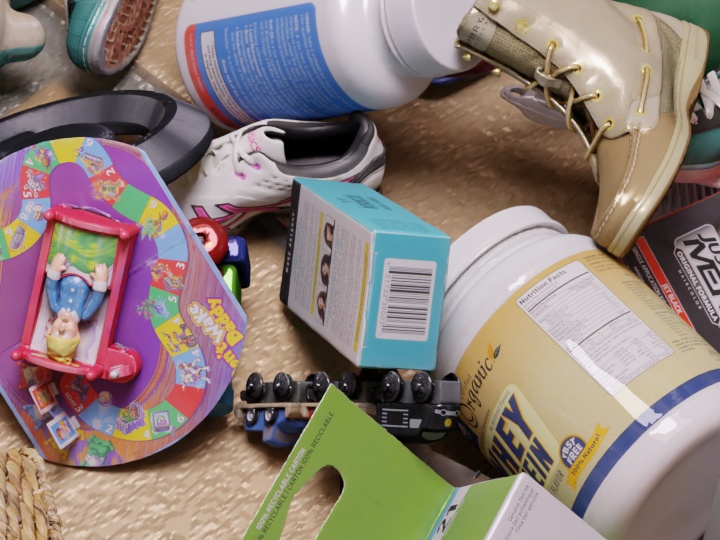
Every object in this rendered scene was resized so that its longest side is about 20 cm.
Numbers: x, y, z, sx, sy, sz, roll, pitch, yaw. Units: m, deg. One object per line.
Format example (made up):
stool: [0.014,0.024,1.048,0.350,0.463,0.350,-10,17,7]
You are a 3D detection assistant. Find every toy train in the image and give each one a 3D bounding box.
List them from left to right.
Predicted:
toy train: [-0.170,0.034,1.650,0.199,0.085,0.116,0,67,2]
toy train: [-0.009,0.083,1.572,0.034,0.200,0.046,5,85,-38]

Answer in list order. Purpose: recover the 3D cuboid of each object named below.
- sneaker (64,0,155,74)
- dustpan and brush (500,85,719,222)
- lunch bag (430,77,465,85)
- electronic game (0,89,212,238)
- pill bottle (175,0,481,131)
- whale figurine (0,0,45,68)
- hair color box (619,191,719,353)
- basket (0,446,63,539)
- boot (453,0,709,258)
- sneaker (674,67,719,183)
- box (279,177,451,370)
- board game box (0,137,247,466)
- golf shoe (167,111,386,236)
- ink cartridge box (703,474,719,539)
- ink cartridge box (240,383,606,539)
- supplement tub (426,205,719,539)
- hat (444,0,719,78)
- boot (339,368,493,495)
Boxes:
sneaker: [-0.183,-0.211,1.844,0.079,0.072,0.200,7,45,8]
dustpan and brush: [0.185,-0.075,1.767,0.199,0.057,0.140,18,51,11]
lunch bag: [0.078,-0.228,1.873,0.200,0.083,0.161,-31,60,-26]
electronic game: [-0.191,-0.067,1.697,0.199,0.042,0.200,-13,22,5]
pill bottle: [-0.016,-0.156,1.730,0.199,0.112,0.112,-6,38,41]
whale figurine: [-0.287,-0.164,1.801,0.158,0.104,0.200,18,27,12]
hair color box: [0.253,-0.005,1.694,0.199,0.061,0.102,-25,80,-23]
basket: [-0.229,0.205,1.452,0.148,0.143,0.201,-9,51,-12]
boot: [0.127,-0.109,1.625,0.155,0.073,0.200,26,49,-8]
sneaker: [0.250,-0.113,1.737,0.199,0.080,0.071,-9,47,-28]
box: [0.000,0.000,1.607,0.049,0.083,0.200,4,10,-16]
board game box: [-0.166,0.021,1.585,0.158,0.039,0.201,-31,93,11]
golf shoe: [-0.082,-0.065,1.721,0.199,0.092,0.073,-10,53,-10]
ink cartridge box: [0.300,0.197,1.494,0.144,0.146,0.200,-18,54,-18]
ink cartridge box: [0.040,0.173,1.462,0.200,0.076,0.148,40,62,-18]
supplement tub: [0.132,0.069,1.589,0.144,0.145,0.200,-30,58,-25]
hat: [0.191,-0.127,1.795,0.200,0.166,0.176,30,78,20]
boot: [0.045,0.140,1.588,0.096,0.075,0.201,11,47,-20]
